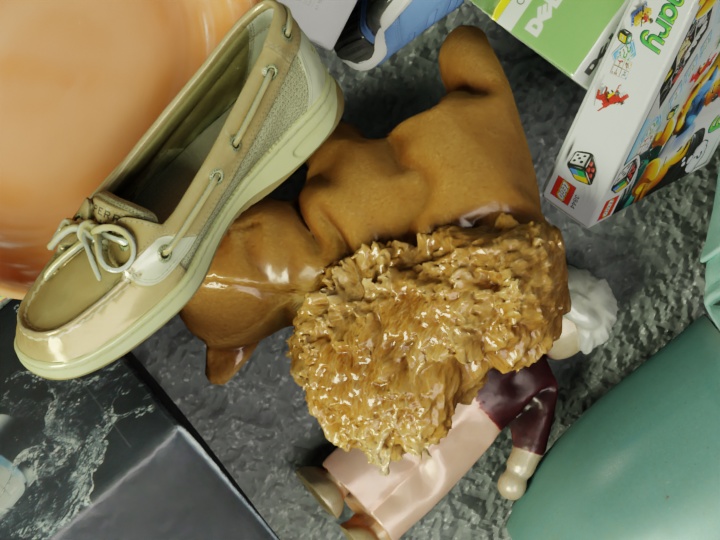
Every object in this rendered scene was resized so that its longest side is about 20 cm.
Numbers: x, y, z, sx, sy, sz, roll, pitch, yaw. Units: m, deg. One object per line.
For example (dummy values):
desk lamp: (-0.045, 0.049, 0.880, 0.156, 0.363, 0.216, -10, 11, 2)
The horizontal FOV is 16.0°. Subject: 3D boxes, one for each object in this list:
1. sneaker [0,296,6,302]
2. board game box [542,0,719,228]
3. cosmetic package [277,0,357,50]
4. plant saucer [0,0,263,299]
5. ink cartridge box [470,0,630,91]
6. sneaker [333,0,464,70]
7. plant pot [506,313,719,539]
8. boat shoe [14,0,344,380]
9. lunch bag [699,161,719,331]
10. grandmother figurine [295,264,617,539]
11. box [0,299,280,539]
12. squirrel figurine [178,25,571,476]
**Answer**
sneaker: (-0.204, 0.010, 1.227, 0.200, 0.090, 0.078, -37, 122, -9)
board game box: (0.169, -0.123, 1.264, 0.126, 0.035, 0.200, -27, 148, -49)
cosmetic package: (-0.037, -0.225, 1.224, 0.150, 0.052, 0.200, 21, 102, -34)
plant saucer: (-0.131, -0.083, 1.178, 0.200, 0.037, 0.201, -22, 128, -31)
ink cartridge box: (0.127, -0.144, 1.279, 0.104, 0.059, 0.200, -54, 159, 5)
sneaker: (0.066, -0.172, 1.285, 0.200, 0.076, 0.077, -47, 120, 1)
plant pot: (0.179, 0.152, 1.428, 0.161, 0.201, 0.201, -34, 124, 4)
boat shoe: (-0.090, -0.037, 1.167, 0.201, 0.073, 0.063, -45, 131, -16)
lunch bag: (0.266, -0.026, 1.394, 0.200, 0.122, 0.171, 27, 64, -36)
grandmother figurine: (0.058, 0.067, 1.406, 0.200, 0.061, 0.121, -39, 113, -8)
box: (-0.164, 0.132, 1.239, 0.200, 0.197, 0.118, -40, 123, -5)
squirrel figurine: (0.000, 0.000, 1.265, 0.186, 0.200, 0.142, -14, 129, -6)
